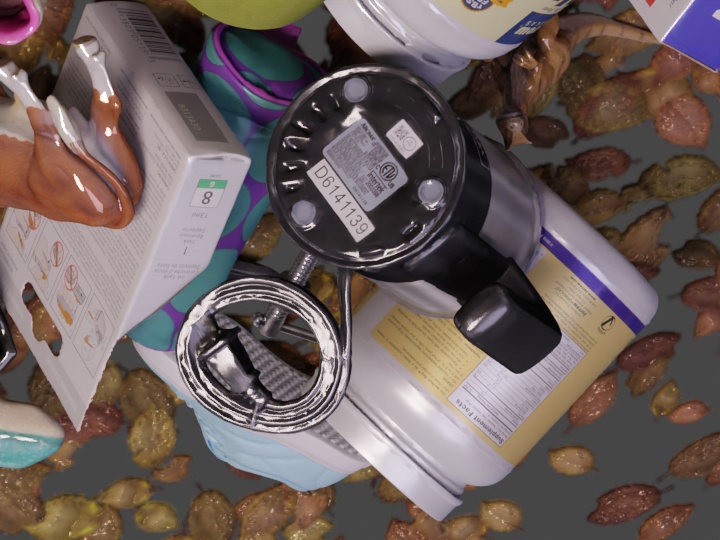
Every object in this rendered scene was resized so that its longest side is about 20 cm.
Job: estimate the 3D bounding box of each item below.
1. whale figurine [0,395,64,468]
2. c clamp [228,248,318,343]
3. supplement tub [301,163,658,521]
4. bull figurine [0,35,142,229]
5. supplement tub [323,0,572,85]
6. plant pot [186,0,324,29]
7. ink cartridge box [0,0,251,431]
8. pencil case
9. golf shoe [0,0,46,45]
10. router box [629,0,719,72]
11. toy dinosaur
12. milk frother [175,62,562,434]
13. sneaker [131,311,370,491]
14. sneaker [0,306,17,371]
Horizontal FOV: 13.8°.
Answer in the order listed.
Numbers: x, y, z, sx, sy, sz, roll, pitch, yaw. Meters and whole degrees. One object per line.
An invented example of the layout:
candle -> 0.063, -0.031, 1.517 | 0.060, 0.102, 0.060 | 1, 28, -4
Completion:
whale figurine -> -0.283, 0.103, 1.791 | 0.200, 0.159, 0.104 | 11, 86, -24
c clamp -> -0.040, -0.039, 1.870 | 0.171, 0.027, 0.200 | 10, 124, -23
supplement tub -> 0.074, 0.044, 1.879 | 0.200, 0.145, 0.145 | -47, 130, 2
bull figurine -> -0.203, -0.078, 1.692 | 0.065, 0.200, 0.122 | -39, 126, -40
supplement tub -> 0.078, -0.211, 1.684 | 0.145, 0.145, 0.200 | 28, 125, -37
plant pot -> -0.036, -0.227, 1.580 | 0.187, 0.187, 0.200 | -1, 146, -22
ink cartridge box -> -0.144, -0.032, 1.733 | 0.050, 0.161, 0.200 | 1, 127, -33
pencil case -> -0.092, -0.051, 1.775 | 0.085, 0.092, 0.200 | 30, 120, -2
golf shoe -> -0.255, -0.181, 1.618 | 0.200, 0.092, 0.075 | 16, 121, -30
router box -> 0.214, -0.243, 1.705 | 0.049, 0.180, 0.200 | 24, 115, -35
toy dinosaur -> 0.112, -0.138, 1.816 | 0.060, 0.200, 0.106 | -11, 112, 37
milk frother -> 0.000, 0.000, 1.733 | 0.200, 0.181, 0.188 | -22, 164, 13
sneaker -> -0.083, 0.092, 1.923 | 0.200, 0.074, 0.082 | 35, 124, -29
sneaker -> -0.268, 0.003, 1.734 | 0.070, 0.078, 0.200 | -49, 148, 3
